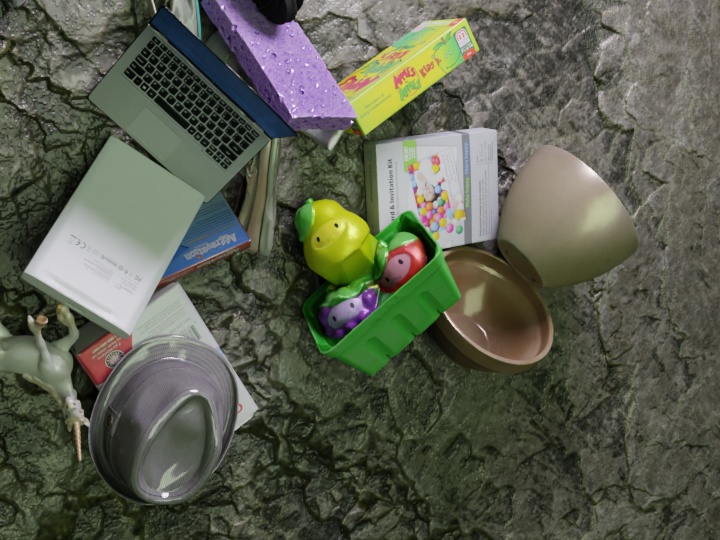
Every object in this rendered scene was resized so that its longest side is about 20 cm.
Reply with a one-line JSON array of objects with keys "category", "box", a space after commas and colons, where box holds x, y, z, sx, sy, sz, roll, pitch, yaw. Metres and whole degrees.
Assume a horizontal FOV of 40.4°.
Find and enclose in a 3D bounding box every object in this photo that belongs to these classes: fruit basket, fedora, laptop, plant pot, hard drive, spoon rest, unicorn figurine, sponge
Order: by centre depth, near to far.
[{"category": "laptop", "box": [-0.190, -0.172, 1.071, 0.187, 0.116, 0.199, 42, 117, -17]}, {"category": "unicorn figurine", "box": [-0.364, 0.097, 1.087, 0.074, 0.198, 0.139, -43, 150, -49]}, {"category": "hard drive", "box": [-0.275, -0.040, 1.108, 0.131, 0.027, 0.202, 33, 57, -16]}, {"category": "fedora", "box": [-0.215, 0.184, 1.116, 0.175, 0.090, 0.202, 28, 89, -29]}, {"category": "sponge", "box": [-0.094, -0.246, 1.140, 0.111, 0.030, 0.202, -12, 64, -48]}, {"category": "spoon rest", "box": [-0.111, -0.221, 1.217, 0.199, 0.061, 0.100, 36, 84, -16]}, {"category": "fruit basket", "box": [0.000, 0.000, 1.252, 0.212, 0.156, 0.219, -8, 118, -14]}, {"category": "plant pot", "box": [0.165, 0.073, 1.374, 0.198, 0.203, 0.093, 8, 137, -30]}, {"category": "plant pot", "box": [0.271, -0.054, 1.378, 0.134, 0.200, 0.201, -42, 117, -8]}]

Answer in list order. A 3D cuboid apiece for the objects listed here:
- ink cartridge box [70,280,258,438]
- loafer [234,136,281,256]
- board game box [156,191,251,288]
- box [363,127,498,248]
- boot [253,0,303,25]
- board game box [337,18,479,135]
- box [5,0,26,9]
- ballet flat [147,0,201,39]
[{"category": "ink cartridge box", "box": [-0.240, 0.127, 1.191, 0.147, 0.085, 0.202, -35, 116, -16]}, {"category": "loafer", "box": [-0.131, -0.112, 1.194, 0.062, 0.072, 0.203, 5, 116, -3]}, {"category": "board game box", "box": [-0.240, -0.033, 1.160, 0.198, 0.020, 0.104, -25, 66, -22]}, {"category": "box", "box": [0.101, -0.109, 1.357, 0.197, 0.041, 0.159, -10, 105, -26]}, {"category": "boot", "box": [-0.072, -0.405, 1.149, 0.156, 0.079, 0.214, -21, 85, -23]}, {"category": "board game box", "box": [0.046, -0.252, 1.263, 0.199, 0.101, 0.048, -38, 116, -17]}, {"category": "box", "box": [-0.379, -0.406, 1.027, 0.158, 0.050, 0.200, -49, 118, -11]}, {"category": "ballet flat", "box": [-0.216, -0.350, 1.121, 0.063, 0.067, 0.204, -3, 101, -21]}]
